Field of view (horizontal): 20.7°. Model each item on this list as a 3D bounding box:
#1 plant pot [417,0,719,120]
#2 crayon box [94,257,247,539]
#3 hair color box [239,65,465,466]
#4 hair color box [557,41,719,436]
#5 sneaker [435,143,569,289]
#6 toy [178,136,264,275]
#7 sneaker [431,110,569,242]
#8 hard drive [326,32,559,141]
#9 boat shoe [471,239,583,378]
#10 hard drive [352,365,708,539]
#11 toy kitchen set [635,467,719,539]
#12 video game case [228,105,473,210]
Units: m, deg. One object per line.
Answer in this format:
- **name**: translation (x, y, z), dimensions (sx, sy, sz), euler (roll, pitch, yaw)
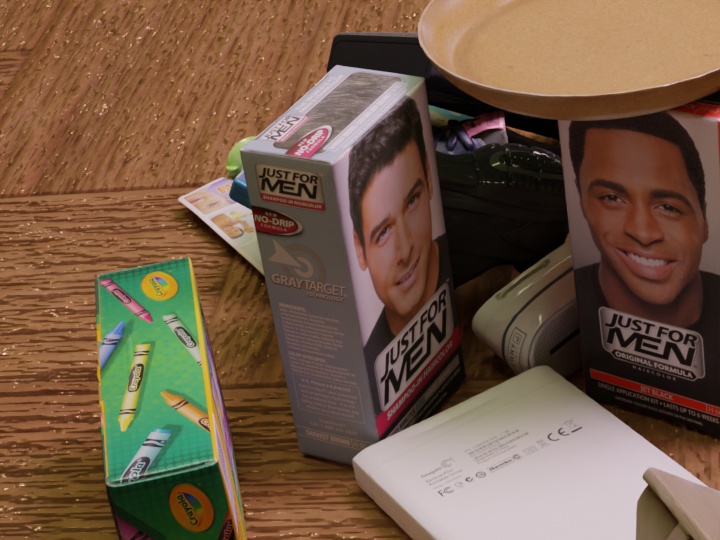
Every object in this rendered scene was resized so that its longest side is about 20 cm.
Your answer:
- **plant pot**: translation (0.130, -0.127, 1.040), dimensions (0.199, 0.028, 0.200), euler (-8, 30, 4)
- **crayon box**: translation (-0.099, 0.096, 1.043), dimensions (0.058, 0.119, 0.200), euler (-12, 31, -3)
- **hair color box**: translation (0.000, 0.000, 1.090), dimensions (0.060, 0.201, 0.099), euler (11, 37, 30)
- **hair color box**: translation (0.169, -0.015, 1.066), dimensions (0.101, 0.201, 0.061), euler (15, 38, 36)
- **sneaker**: translation (0.035, -0.032, 1.179), dimensions (0.199, 0.091, 0.076), euler (9, 27, -11)
- **toy**: translation (-0.032, -0.044, 1.317), dimensions (0.115, 0.047, 0.200), euler (-25, 34, -21)
- **sneaker**: translation (0.052, -0.074, 1.242), dimensions (0.199, 0.082, 0.070), euler (11, 39, -12)
- **hard drive**: translation (0.096, -0.115, 1.285), dimensions (0.199, 0.033, 0.139), euler (13, 0, -29)
- **boat shoe**: translation (0.152, -0.007, 1.178), dimensions (0.200, 0.074, 0.067), euler (-28, 38, -26)
- **hard drive**: translation (0.102, 0.125, 1.027), dimensions (0.132, 0.027, 0.200), euler (-23, 33, -21)
- **toy kitchen set**: translation (0.132, 0.205, 0.847), dimensions (0.200, 0.181, 0.163), euler (20, 20, -32)
- **video game case**: translation (0.020, -0.066, 1.300), dimensions (0.143, 0.018, 0.200), euler (28, 38, 9)
